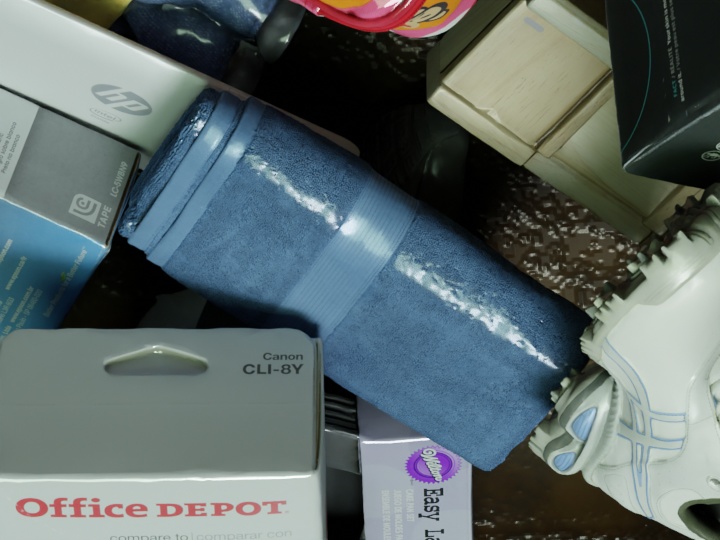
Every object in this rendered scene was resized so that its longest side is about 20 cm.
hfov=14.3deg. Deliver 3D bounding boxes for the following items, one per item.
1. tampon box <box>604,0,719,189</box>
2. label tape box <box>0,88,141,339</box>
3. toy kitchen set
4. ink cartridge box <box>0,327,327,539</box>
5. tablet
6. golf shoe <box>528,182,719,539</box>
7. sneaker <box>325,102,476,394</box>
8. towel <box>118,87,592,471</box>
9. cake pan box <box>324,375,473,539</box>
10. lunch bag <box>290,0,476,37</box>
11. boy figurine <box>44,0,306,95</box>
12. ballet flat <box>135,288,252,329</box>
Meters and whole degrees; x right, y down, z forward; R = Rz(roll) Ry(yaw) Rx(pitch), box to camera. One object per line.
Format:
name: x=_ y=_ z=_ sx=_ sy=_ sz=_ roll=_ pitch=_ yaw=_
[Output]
tampon box: x=0.209 y=-0.111 z=1.104 sx=0.200 sy=0.150 sz=0.126 roll=10 pitch=153 yaw=-31
label tape box: x=-0.217 y=-0.035 z=1.292 sx=0.200 sy=0.063 sz=0.144 roll=24 pitch=142 yaw=-11
toy kitchen set: x=0.155 y=-0.045 z=1.195 sx=0.200 sy=0.181 sz=0.163 roll=33 pitch=121 yaw=-22
ink cartridge box: x=-0.087 y=0.123 z=1.255 sx=0.145 sy=0.084 sz=0.200 roll=-1 pitch=135 yaw=-1
tablet: x=-0.108 y=-0.074 z=1.255 sx=0.200 sy=0.014 sz=0.130 roll=24 pitch=161 yaw=-15
golf shoe: x=0.134 y=0.040 z=1.110 sx=0.097 sy=0.078 sz=0.200 roll=39 pitch=157 yaw=13
sneaker: x=0.031 y=0.003 z=1.319 sx=0.090 sy=0.076 sz=0.200 roll=7 pitch=135 yaw=-7
towel: x=0.000 y=0.000 z=1.224 sx=0.200 sy=0.049 sz=0.112 roll=33 pitch=143 yaw=-7
cake pan box: x=-0.037 y=0.123 z=1.352 sx=0.184 sy=0.052 sz=0.200 roll=-3 pitch=135 yaw=-2
lunch bag: x=-0.016 y=-0.202 z=1.113 sx=0.200 sy=0.082 sz=0.177 roll=30 pitch=103 yaw=19
boy figurine: x=-0.124 y=-0.138 z=1.230 sx=0.200 sy=0.065 sz=0.124 roll=27 pitch=132 yaw=-11
ballet flat: x=-0.081 y=0.057 z=1.366 sx=0.068 sy=0.068 sz=0.200 roll=24 pitch=125 yaw=3
